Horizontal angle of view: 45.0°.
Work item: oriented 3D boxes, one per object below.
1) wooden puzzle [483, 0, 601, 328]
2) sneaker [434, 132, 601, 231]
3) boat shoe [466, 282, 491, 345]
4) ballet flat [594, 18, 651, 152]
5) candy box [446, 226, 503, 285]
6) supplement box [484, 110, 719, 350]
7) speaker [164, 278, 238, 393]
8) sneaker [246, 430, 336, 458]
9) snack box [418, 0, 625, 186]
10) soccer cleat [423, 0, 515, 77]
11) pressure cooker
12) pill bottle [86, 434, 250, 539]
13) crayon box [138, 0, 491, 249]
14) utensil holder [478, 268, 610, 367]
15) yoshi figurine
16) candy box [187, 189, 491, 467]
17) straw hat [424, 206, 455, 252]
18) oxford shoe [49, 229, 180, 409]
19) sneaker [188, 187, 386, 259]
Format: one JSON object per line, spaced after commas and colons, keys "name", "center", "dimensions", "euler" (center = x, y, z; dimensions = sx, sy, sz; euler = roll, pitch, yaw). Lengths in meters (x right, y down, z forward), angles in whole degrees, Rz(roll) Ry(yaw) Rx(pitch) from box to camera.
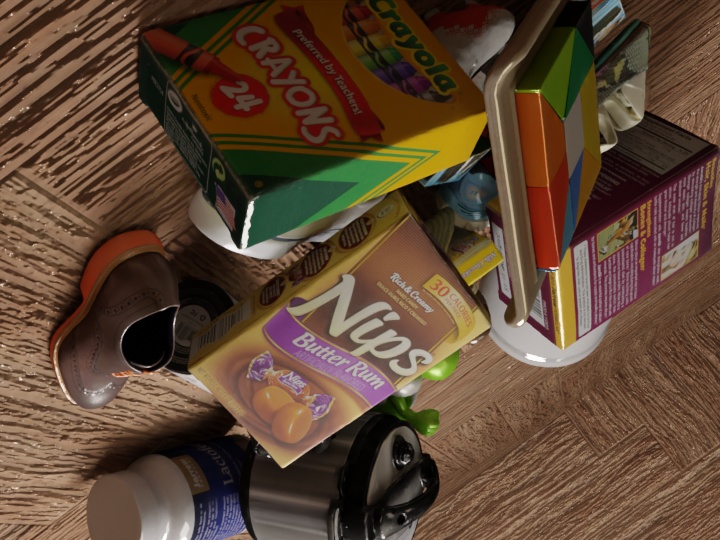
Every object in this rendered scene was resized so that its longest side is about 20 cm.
{"name": "wooden puzzle", "center": [0.131, -0.090, 0.579], "dimensions": [0.185, 0.037, 0.201], "euler": [-56, 147, -43]}
{"name": "sneaker", "center": [0.169, -0.106, 0.844], "dimensions": [0.199, 0.079, 0.090], "euler": [-25, 152, -26]}
{"name": "boat shoe", "center": [0.096, 0.037, 0.924], "dimensions": [0.075, 0.075, 0.202], "euler": [-36, -173, 6]}
{"name": "ballet flat", "center": [0.198, -0.138, 0.739], "dimensions": [0.200, 0.071, 0.069], "euler": [-41, 176, -27]}
{"name": "candy box", "center": [0.076, -0.002, 0.861], "dimensions": [0.102, 0.026, 0.200], "euler": [-34, -172, 3]}
{"name": "supplement box", "center": [0.231, -0.042, 0.828], "dimensions": [0.199, 0.103, 0.131], "euler": [-30, 133, -16]}
{"name": "speaker", "center": [-0.116, 0.076, 0.789], "dimensions": [0.081, 0.081, 0.200], "euler": [-35, 158, -1]}
{"name": "sneaker", "center": [-0.030, 0.126, 0.902], "dimensions": [0.199, 0.112, 0.077], "euler": [-25, 144, 1]}
{"name": "snack box", "center": [0.125, -0.151, 0.706], "dimensions": [0.200, 0.037, 0.116], "euler": [-45, 172, 20]}
{"name": "soccer cleat", "center": [0.036, -0.118, 0.614], "dimensions": [0.199, 0.085, 0.069], "euler": [-30, 157, -12]}
{"name": "pressure cooker", "center": [-0.014, 0.242, 0.972], "dimensions": [0.179, 0.199, 0.177], "euler": [62, 39, -45]}
{"name": "pill bottle", "center": [-0.200, 0.258, 0.982], "dimensions": [0.116, 0.116, 0.200], "euler": [-47, 156, 27]}
{"name": "crayon box", "center": [-0.013, -0.106, 0.517], "dimensions": [0.199, 0.127, 0.051], "euler": [-24, 156, -28]}
{"name": "utensil holder", "center": [0.233, -0.005, 1.019], "dimensions": [0.169, 0.170, 0.200], "euler": [-29, 154, -16]}
{"name": "yoshi figurine", "center": [0.062, 0.127, 1.025], "dimensions": [0.112, 0.112, 0.200], "euler": [-52, 169, -29]}
{"name": "candy box", "center": [-0.017, 0.046, 0.655], "dimensions": [0.200, 0.057, 0.117], "euler": [-36, 114, 7]}
{"name": "straw hat", "center": [0.000, 0.000, 0.785], "dimensions": [0.202, 0.085, 0.201], "euler": [-58, -172, 13]}
{"name": "oxford shoe", "center": [-0.187, 0.060, 0.665], "dimensions": [0.071, 0.073, 0.200], "euler": [-17, 151, -38]}
{"name": "sneaker", "center": [-0.047, -0.060, 0.649], "dimensions": [0.071, 0.073, 0.200], "euler": [-56, 160, 24]}
